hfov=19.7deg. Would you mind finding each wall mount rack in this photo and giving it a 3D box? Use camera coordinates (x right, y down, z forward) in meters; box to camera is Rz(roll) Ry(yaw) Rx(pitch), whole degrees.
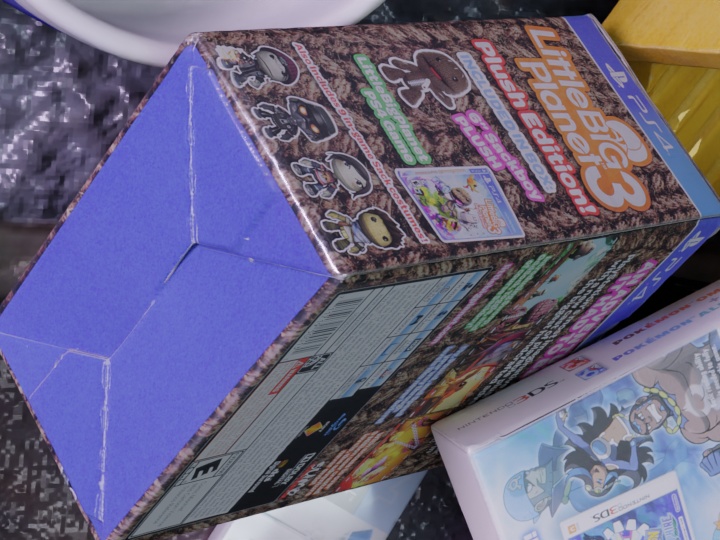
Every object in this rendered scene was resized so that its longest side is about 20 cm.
[{"bbox_3d":[0.013,0.119,0.865,0.173,0.075,0.201,31,94,-16],"label":"wall mount rack"}]

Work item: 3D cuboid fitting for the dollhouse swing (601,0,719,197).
[{"bbox_3d":[0.237,-0.071,0.803,0.182,0.176,0.200,-52,140,1],"label":"dollhouse swing"}]

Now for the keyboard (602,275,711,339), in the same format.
[{"bbox_3d":[0.130,0.047,0.899,0.199,0.040,0.105,20,73,-26],"label":"keyboard"}]

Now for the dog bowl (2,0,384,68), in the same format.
[{"bbox_3d":[-0.059,-0.170,0.675,0.199,0.079,0.202,-9,108,-27],"label":"dog bowl"}]

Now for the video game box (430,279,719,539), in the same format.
[{"bbox_3d":[0.142,0.110,0.780,0.181,0.047,0.201,-26,107,-16],"label":"video game box"}]

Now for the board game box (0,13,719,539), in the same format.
[{"bbox_3d":[0.000,0.000,0.728,0.199,0.097,0.160,-9,149,-45],"label":"board game box"}]
